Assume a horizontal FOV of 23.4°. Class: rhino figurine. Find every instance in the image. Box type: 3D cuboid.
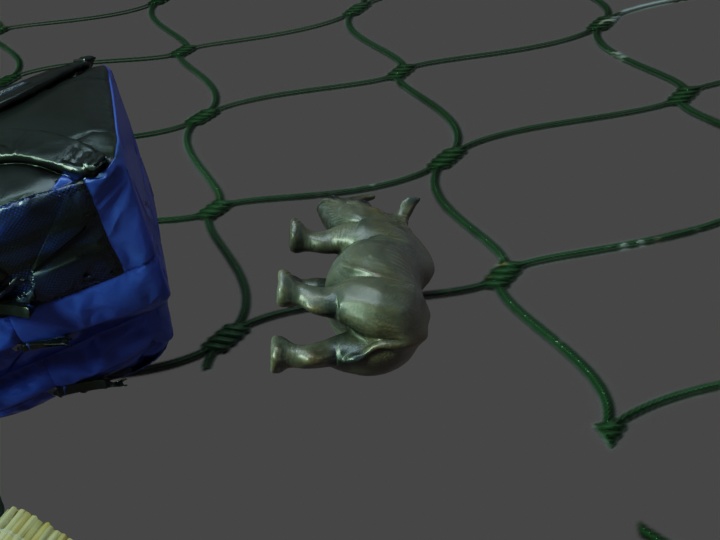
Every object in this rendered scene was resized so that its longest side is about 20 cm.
[{"bbox_3d":[0.000,0.000,1.019,0.087,0.060,0.200,5,26,2],"label":"rhino figurine"}]

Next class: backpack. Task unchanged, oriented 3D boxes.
[{"bbox_3d":[-0.213,-0.003,0.992,0.199,0.169,0.163,-18,24,-3],"label":"backpack"}]

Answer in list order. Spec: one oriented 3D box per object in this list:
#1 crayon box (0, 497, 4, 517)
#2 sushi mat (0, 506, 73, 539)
[{"bbox_3d":[-0.255,0.159,0.821,0.125,0.052,0.200,-8,27,7],"label":"crayon box"},{"bbox_3d":[-0.159,0.180,0.740,0.095,0.012,0.200,27,36,6],"label":"sushi mat"}]
